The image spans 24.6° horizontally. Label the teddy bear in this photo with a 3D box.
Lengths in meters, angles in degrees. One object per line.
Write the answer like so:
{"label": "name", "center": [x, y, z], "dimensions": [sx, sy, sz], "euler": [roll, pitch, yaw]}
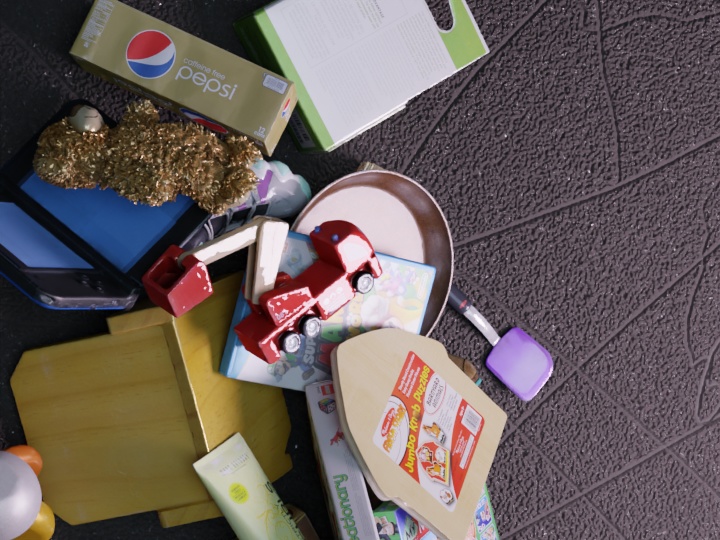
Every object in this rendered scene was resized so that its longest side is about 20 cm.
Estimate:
{"label": "teddy bear", "center": [-0.181, -0.103, 1.432], "dimensions": [0.199, 0.145, 0.067], "euler": [18, 130, 7]}

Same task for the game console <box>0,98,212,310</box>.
{"label": "game console", "center": [-0.260, -0.065, 1.436], "dimensions": [0.170, 0.200, 0.119], "euler": [2, 120, -60]}

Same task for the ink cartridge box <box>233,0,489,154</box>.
{"label": "ink cartridge box", "center": [0.003, -0.223, 1.594], "dimensions": [0.199, 0.076, 0.148], "euler": [-31, 102, -17]}

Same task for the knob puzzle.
{"label": "knob puzzle", "center": [0.041, 0.141, 1.549], "dimensions": [0.219, 0.030, 0.221], "euler": [24, 51, -33]}

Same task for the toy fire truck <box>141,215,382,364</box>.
{"label": "toy fire truck", "center": [-0.082, 0.003, 1.462], "dimensions": [0.200, 0.049, 0.141], "euler": [-39, 126, -19]}

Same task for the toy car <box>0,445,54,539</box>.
{"label": "toy car", "center": [-0.373, 0.195, 1.451], "dimensions": [0.199, 0.175, 0.151], "euler": [-1, 58, -19]}

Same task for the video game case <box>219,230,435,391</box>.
{"label": "video game case", "center": [-0.028, 0.046, 1.556], "dimensions": [0.199, 0.018, 0.144], "euler": [13, 94, -33]}

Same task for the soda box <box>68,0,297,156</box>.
{"label": "soda box", "center": [-0.160, -0.178, 1.507], "dimensions": [0.199, 0.068, 0.064], "euler": [26, 84, 4]}

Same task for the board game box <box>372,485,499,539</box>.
{"label": "board game box", "center": [0.078, 0.262, 1.601], "dimensions": [0.200, 0.029, 0.135], "euler": [-28, 107, -60]}

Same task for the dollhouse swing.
{"label": "dollhouse swing", "center": [-0.196, 0.127, 1.561], "dimensions": [0.182, 0.175, 0.201], "euler": [-27, 104, -59]}

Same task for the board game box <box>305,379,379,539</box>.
{"label": "board game box", "center": [-0.012, 0.218, 1.526], "dimensions": [0.034, 0.201, 0.127], "euler": [-12, 141, -6]}

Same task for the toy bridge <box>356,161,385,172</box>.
{"label": "toy bridge", "center": [-0.035, -0.017, 1.615], "dimensions": [0.067, 0.027, 0.201], "euler": [28, 83, -18]}

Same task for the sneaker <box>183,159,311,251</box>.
{"label": "sneaker", "center": [-0.142, -0.037, 1.522], "dimensions": [0.199, 0.078, 0.140], "euler": [5, 55, -12]}

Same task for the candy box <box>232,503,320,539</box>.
{"label": "candy box", "center": [-0.116, 0.329, 1.587], "dimensions": [0.199, 0.055, 0.116], "euler": [-32, 104, -15]}

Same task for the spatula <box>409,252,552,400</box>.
{"label": "spatula", "center": [0.117, 0.049, 1.676], "dimensions": [0.200, 0.021, 0.057], "euler": [44, 80, -15]}

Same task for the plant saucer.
{"label": "plant saucer", "center": [0.000, 0.000, 1.595], "dimensions": [0.199, 0.034, 0.201], "euler": [-8, 106, -31]}

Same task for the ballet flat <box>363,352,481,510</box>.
{"label": "ballet flat", "center": [0.038, 0.160, 1.636], "dimensions": [0.072, 0.068, 0.200], "euler": [37, 80, 3]}

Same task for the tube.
{"label": "tube", "center": [-0.078, 0.245, 1.486], "dimensions": [0.052, 0.058, 0.201], "euler": [-32, 88, -8]}
